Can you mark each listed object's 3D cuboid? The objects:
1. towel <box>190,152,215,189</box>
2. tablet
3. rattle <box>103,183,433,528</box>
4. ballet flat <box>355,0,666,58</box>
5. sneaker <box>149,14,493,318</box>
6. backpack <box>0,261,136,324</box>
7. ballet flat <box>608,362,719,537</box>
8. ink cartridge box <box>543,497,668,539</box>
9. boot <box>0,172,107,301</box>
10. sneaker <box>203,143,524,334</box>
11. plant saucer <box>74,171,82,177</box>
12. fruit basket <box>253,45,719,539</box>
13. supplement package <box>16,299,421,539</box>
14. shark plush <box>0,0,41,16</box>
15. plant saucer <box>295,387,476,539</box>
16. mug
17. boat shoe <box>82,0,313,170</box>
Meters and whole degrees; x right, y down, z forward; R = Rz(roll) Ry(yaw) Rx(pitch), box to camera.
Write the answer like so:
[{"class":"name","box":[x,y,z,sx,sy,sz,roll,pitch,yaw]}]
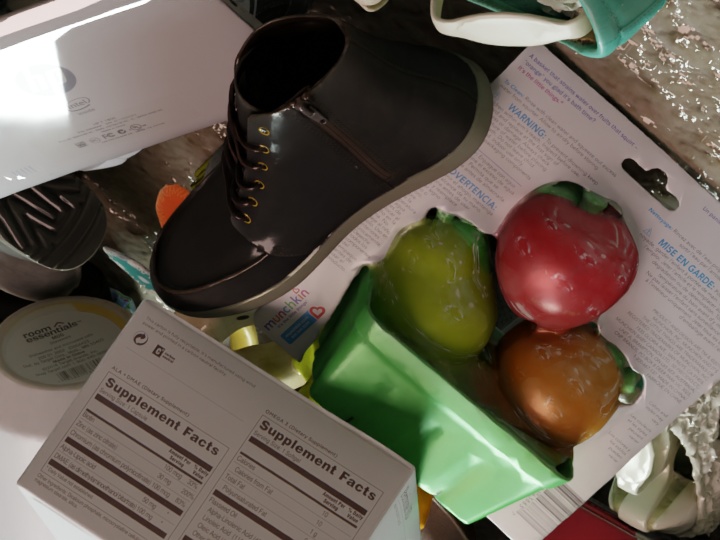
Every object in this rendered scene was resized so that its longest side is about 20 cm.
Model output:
[{"class":"towel","box":[-0.019,-0.052,1.388,0.086,0.018,0.200,39,153,-10]},{"class":"tablet","box":[-0.132,-0.084,1.244,0.199,0.014,0.130,-17,150,25]},{"class":"rattle","box":[-0.046,0.053,1.403,0.130,0.143,0.200,-11,158,10]},{"class":"ballet flat","box":[0.033,-0.136,1.134,0.200,0.070,0.067,19,151,25]},{"class":"sneaker","box":[-0.047,-0.053,1.229,0.200,0.075,0.106,-35,144,29]},{"class":"backpack","box":[-0.196,0.074,1.671,0.163,0.154,0.201,12,125,30]},{"class":"ballet flat","box":[0.150,0.095,1.399,0.072,0.072,0.200,21,151,22]},{"class":"ink cartridge box","box":[0.180,0.202,1.466,0.200,0.083,0.146,29,179,8]},{"class":"boot","box":[-0.211,-0.052,1.441,0.182,0.073,0.200,45,174,-8]},{"class":"sneaker","box":[0.000,0.000,1.372,0.200,0.071,0.080,30,158,-19]},{"class":"plant saucer","box":[-0.250,-0.098,1.545,0.200,0.032,0.200,25,153,14]},{"class":"fruit basket","box":[0.080,0.014,1.276,0.185,0.200,0.094,39,-163,-15]},{"class":"supplement package","box":[-0.062,0.123,1.336,0.155,0.111,0.200,31,167,11]},{"class":"shark plush","box":[-0.198,-0.100,1.285,0.091,0.199,0.084,-55,-56,-80]},{"class":"plant saucer","box":[-0.009,0.132,1.664,0.200,0.035,0.200,26,152,15]},{"class":"mug","box":[-0.152,0.088,1.522,0.149,0.187,0.154,9,129,14]},{"class":"boat shoe","box":[-0.087,-0.105,1.316,0.199,0.068,0.074,-41,60,51]}]
